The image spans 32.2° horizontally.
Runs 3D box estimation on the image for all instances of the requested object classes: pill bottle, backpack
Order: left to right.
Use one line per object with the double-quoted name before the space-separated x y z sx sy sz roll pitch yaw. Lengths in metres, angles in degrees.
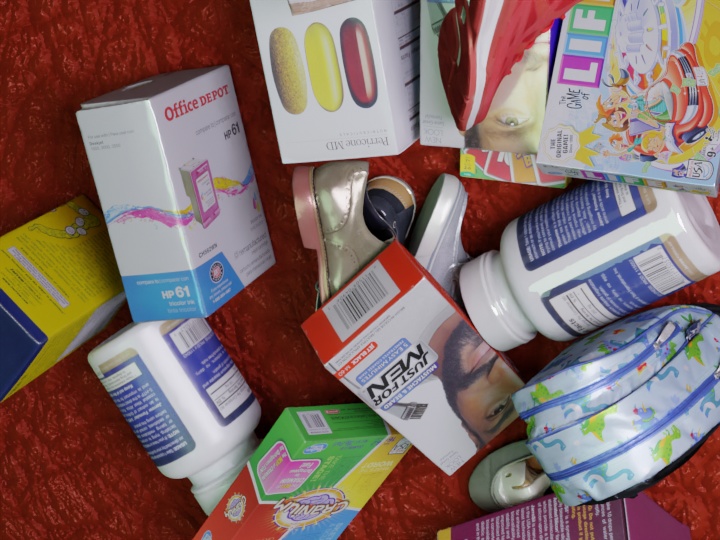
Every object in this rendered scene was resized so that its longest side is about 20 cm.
"pill bottle" -0.168 0.135 1.235 0.119 0.120 0.201 -28 97 30
"pill bottle" 0.184 -0.010 1.016 0.199 0.111 0.112 -28 97 27
"backpack" 0.211 0.104 0.980 0.154 0.200 0.163 51 142 -13

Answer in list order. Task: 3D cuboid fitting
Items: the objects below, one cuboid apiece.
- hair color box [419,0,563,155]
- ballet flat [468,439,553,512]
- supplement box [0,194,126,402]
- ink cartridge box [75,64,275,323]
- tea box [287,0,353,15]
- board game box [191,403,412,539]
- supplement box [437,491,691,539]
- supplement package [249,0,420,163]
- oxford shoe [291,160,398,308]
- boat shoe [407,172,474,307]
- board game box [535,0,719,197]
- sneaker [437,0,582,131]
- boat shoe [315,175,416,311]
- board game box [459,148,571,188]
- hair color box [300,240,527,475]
"hair color box" 0.106 -0.198 0.982 0.108 0.065 0.202 7 113 21
"ballet flat" 0.174 0.184 1.133 0.199 0.064 0.068 -25 99 30
"supplement box" -0.313 0.026 1.208 0.110 0.200 0.109 45 121 2
"ink cartridge box" -0.163 -0.073 1.133 0.084 0.145 0.202 -6 108 26
"tea box" 0.016 -0.316 0.877 0.198 0.134 0.198 -13 62 4
"board game box" -0.052 0.207 1.194 0.201 0.152 0.040 -55 52 31
"supplement box" 0.183 0.275 1.114 0.199 0.104 0.131 -26 132 31
"supplement package" -0.015 -0.202 1.035 0.113 0.110 0.202 -3 109 25
"oxford shoe" 0.000 0.000 1.061 0.074 0.071 0.201 -11 121 9
"boat shoe" 0.073 0.011 1.115 0.071 0.070 0.202 13 115 -4
"board game box" 0.216 -0.164 0.935 0.133 0.034 0.202 9 83 21
"sneaker" 0.123 -0.175 0.892 0.114 0.200 0.079 -10 65 -9
"boat shoe" -0.003 0.008 1.144 0.074 0.062 0.201 25 120 11
"board game box" 0.132 -0.172 1.032 0.095 0.030 0.202 8 111 21
"hair color box" 0.054 0.079 1.064 0.111 0.064 0.200 -42 131 6
